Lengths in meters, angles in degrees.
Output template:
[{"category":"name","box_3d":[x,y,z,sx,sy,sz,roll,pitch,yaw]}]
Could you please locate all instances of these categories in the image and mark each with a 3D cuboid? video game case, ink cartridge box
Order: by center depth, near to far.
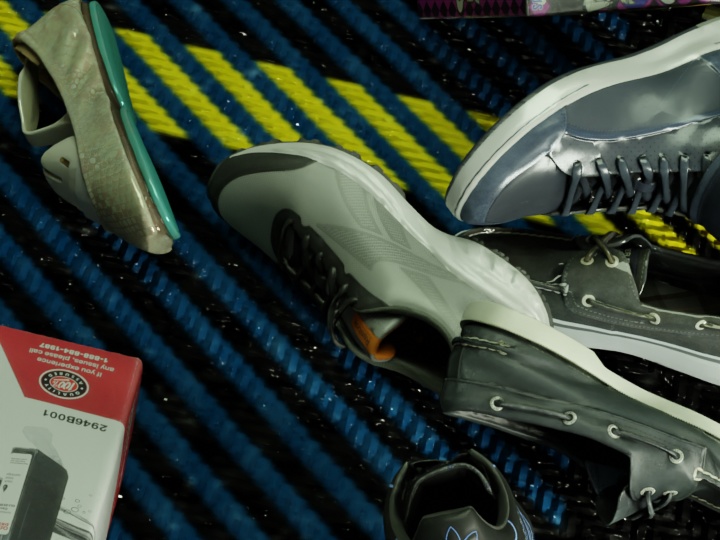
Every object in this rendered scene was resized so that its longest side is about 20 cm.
[{"category":"ink cartridge box","box_3d":[-0.189,0.116,1.294,0.144,0.084,0.200,13,41,-1]},{"category":"video game case","box_3d":[0.145,-0.165,1.650,0.181,0.036,0.200,-6,6,-16]}]

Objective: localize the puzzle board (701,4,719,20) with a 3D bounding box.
[{"category":"puzzle board","box_3d":[0.309,-0.107,1.636,0.151,0.017,0.200,15,5,-39]}]

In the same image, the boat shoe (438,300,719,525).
[{"category":"boat shoe","box_3d":[0.126,0.090,1.422,0.199,0.074,0.066,31,74,-10]}]

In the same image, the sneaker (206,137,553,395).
[{"category":"sneaker","box_3d":[0.000,0.000,1.489,0.200,0.074,0.079,31,49,20]}]

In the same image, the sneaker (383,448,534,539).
[{"category":"sneaker","box_3d":[0.044,0.111,1.315,0.070,0.078,0.200,-12,16,-1]}]

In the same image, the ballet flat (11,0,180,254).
[{"category":"ballet flat","box_3d":[-0.145,-0.068,1.547,0.062,0.068,0.200,-23,42,1]}]

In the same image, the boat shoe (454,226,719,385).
[{"category":"boat shoe","box_3d":[0.140,0.007,1.527,0.200,0.057,0.069,15,41,2]}]

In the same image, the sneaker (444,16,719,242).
[{"category":"sneaker","box_3d":[0.158,-0.038,1.483,0.202,0.077,0.146,-25,64,-20]}]
